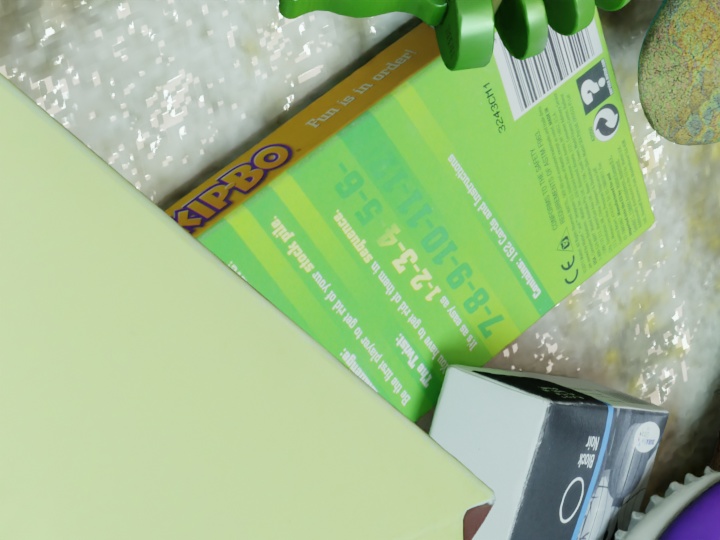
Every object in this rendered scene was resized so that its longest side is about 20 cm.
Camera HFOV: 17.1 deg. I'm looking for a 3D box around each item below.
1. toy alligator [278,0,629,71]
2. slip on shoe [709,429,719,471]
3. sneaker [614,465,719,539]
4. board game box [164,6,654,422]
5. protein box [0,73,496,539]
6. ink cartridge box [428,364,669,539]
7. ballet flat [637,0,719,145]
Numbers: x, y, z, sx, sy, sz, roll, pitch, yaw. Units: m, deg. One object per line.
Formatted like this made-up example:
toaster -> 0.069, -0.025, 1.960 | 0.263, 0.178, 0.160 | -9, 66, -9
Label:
toy alligator -> 0.072, -0.103, 0.651 | 0.199, 0.059, 0.054 | -30, 81, -15
slip on shoe -> 0.128, 0.104, 0.785 | 0.060, 0.076, 0.202 | -4, 114, -39
sneaker -> 0.096, 0.149, 0.689 | 0.201, 0.099, 0.070 | -54, 150, -31
board game box -> 0.000, 0.000, 0.669 | 0.200, 0.030, 0.096 | -40, 127, -28
protein box -> -0.124, 0.026, 0.455 | 0.198, 0.199, 0.135 | 42, 76, -40
ink cartridge box -> 0.033, 0.130, 0.712 | 0.099, 0.039, 0.202 | 8, 100, -63
ballet flat -> 0.168, -0.099, 0.691 | 0.199, 0.071, 0.071 | -36, 125, -14
